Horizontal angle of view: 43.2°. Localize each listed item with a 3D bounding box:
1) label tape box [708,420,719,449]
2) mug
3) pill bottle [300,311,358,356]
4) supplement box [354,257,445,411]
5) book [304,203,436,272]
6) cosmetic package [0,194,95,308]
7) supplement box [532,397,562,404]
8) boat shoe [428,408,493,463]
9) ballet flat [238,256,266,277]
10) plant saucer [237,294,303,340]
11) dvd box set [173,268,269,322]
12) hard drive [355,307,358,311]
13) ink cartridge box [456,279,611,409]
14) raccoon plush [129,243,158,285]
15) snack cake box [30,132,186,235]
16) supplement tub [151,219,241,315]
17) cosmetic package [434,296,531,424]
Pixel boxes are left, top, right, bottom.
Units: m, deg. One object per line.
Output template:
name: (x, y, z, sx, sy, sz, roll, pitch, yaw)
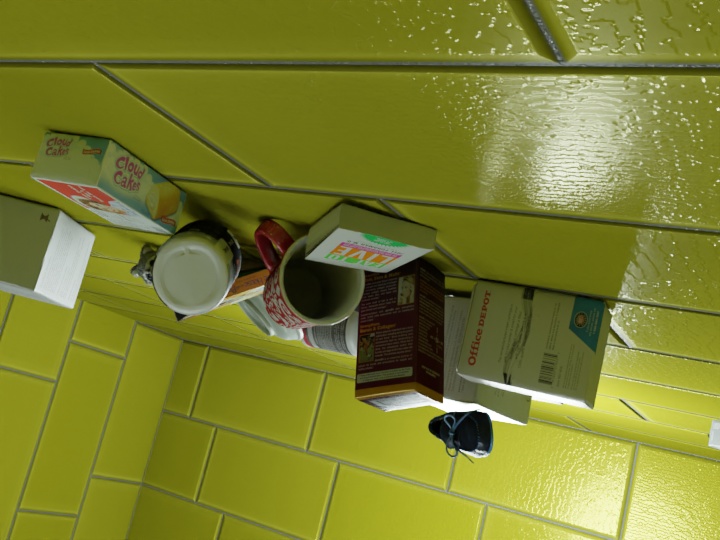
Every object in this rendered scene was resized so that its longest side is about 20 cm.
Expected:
label tape box: (0.913, 0.393, 2.047, 0.141, 0.068, 0.199, 21, 169, -28)
mug: (-0.088, 0.006, 1.415, 0.131, 0.181, 0.200, -15, 175, -18)
pill bottle: (-0.025, 0.114, 1.843, 0.197, 0.113, 0.110, 7, 167, 36)
supplement box: (0.060, 0.095, 1.348, 0.109, 0.205, 0.085, -12, 153, 33)
book: (0.010, -0.041, 1.239, 0.131, 0.049, 0.200, 14, 168, -13)
cosmetic package: (-0.667, -0.037, 1.841, 0.163, 0.171, 0.200, 14, 168, 7)
supplement box: (0.301, 0.177, 1.726, 0.129, 0.106, 0.199, 4, 165, 39)
boat shoe: (0.156, 0.262, 1.439, 0.067, 0.086, 0.200, 3, 166, -11)
ballet flat: (-0.263, 0.005, 1.714, 0.196, 0.068, 0.068, -20, 162, 0)
plant saucer: (-0.198, 0.076, 1.819, 0.200, 0.050, 0.201, 42, 162, 17)
dvd box set: (-0.219, 0.036, 1.610, 0.197, 0.030, 0.146, -19, 176, -34)
hard drive: (0.010, 0.053, 1.679, 0.196, 0.043, 0.135, 19, 168, -17)
ink cartridge box: (0.256, 0.107, 1.340, 0.196, 0.148, 0.084, 10, 169, 26)
raccoon plush: (-0.419, 0.008, 1.944, 0.132, 0.098, 0.200, 25, 168, -9)
snack cake box: (-0.345, -0.118, 1.267, 0.113, 0.069, 0.200, 11, 168, 22)
supplement tub: (-0.250, -0.011, 1.418, 0.120, 0.125, 0.200, 16, -169, -4)
cosmetic package: (0.187, 0.152, 1.551, 0.164, 0.171, 0.199, 3, 165, 37)
